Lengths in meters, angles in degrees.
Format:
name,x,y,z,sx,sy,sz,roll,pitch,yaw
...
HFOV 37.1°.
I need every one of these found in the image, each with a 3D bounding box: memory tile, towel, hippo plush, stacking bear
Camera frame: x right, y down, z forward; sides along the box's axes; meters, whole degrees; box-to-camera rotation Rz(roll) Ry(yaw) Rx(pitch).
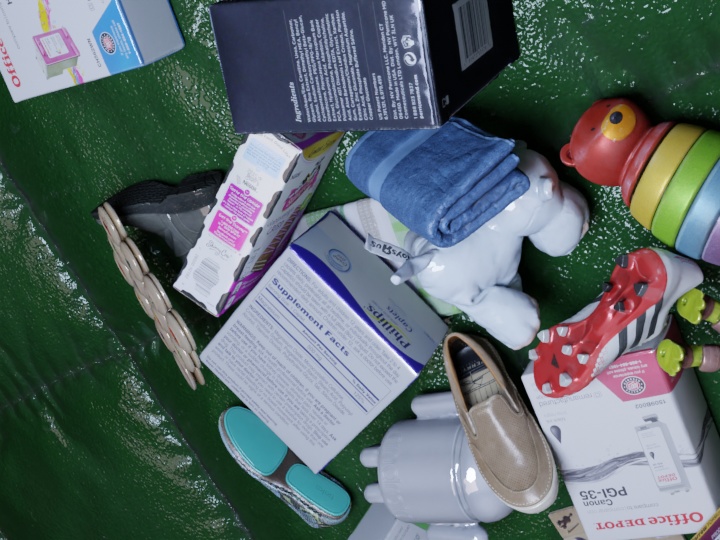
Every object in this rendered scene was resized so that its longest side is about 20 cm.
name,x,y,z,sx,sy,sz,roll,pitch,yaw
memory tile,-0.232,0.031,1.189,0.201,0.017,0.154,54,163,20
towel,0.000,0.000,1.156,0.198,0.031,0.150,-12,110,33
hippo plush,0.121,-0.045,1.011,0.199,0.159,0.161,29,103,-30
towel,0.060,-0.095,0.965,0.049,0.111,0.200,55,174,-33
stacking bear,0.271,-0.080,0.918,0.199,0.122,0.114,33,172,21

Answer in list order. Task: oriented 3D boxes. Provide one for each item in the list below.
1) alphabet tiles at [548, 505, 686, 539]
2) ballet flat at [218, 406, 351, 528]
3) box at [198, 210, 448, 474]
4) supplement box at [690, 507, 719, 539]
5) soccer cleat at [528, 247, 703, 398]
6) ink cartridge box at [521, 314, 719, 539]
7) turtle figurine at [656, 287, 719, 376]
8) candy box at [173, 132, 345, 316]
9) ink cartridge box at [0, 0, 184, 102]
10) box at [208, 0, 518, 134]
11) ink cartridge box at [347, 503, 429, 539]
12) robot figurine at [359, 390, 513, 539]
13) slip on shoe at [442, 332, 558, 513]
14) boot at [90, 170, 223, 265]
name,x,y,z,sx,sy,sz,roll,pitch,yaw
alphabet tiles,0.300,0.337,1.192,0.166,0.008,0.201,-27,100,37
ballet flat,-0.102,0.250,1.329,0.200,0.074,0.074,41,128,7
box,-0.040,0.077,1.137,0.184,0.105,0.200,44,125,2
supplement box,0.413,0.293,0.994,0.198,0.104,0.132,13,127,-16
soccer cleat,0.226,0.053,0.964,0.201,0.084,0.069,-58,42,42
ink cartridge box,0.268,0.160,1.062,0.145,0.083,0.202,-16,105,33
turtle figurine,0.357,0.059,0.958,0.160,0.065,0.201,13,124,-13
candy box,-0.099,-0.066,1.085,0.061,0.136,0.201,32,115,7
ink cartridge box,-0.307,-0.274,1.140,0.198,0.085,0.146,-7,112,33
box,0.009,-0.205,0.934,0.198,0.197,0.119,1,116,28
ink cartridge box,0.071,0.374,1.248,0.084,0.145,0.201,-27,101,36
robot figurine,0.098,0.217,1.168,0.198,0.113,0.172,-9,91,32
slip on shoe,0.134,0.147,1.073,0.076,0.201,0.061,-28,144,15
boot,-0.214,-0.035,1.236,0.198,0.068,0.132,-4,119,32
